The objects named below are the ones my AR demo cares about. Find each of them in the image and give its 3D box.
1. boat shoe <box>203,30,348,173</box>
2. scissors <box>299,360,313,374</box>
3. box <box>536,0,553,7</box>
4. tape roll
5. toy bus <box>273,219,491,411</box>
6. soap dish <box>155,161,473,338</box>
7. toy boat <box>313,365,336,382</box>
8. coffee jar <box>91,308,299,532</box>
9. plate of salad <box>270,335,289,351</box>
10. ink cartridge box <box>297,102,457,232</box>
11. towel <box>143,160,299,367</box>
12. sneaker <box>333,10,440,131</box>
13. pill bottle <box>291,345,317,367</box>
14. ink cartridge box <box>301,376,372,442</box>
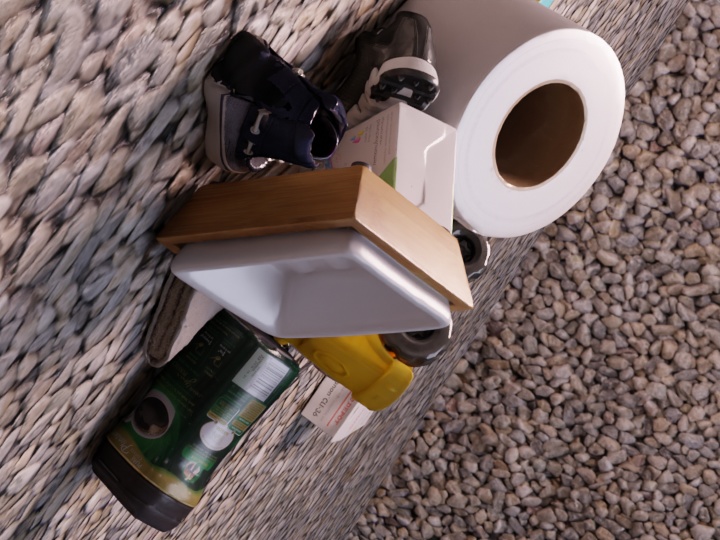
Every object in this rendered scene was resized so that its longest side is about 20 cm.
[{"bbox_3d":[-0.060,-0.099,1.447,0.075,0.093,0.200,-52,170,-10],"label":"boat shoe"},{"bbox_3d":[-0.086,0.118,1.886,0.200,0.014,0.073,-35,165,-40],"label":"scissors"},{"bbox_3d":[0.141,-0.272,1.858,0.200,0.082,0.049,-55,170,0],"label":"box"},{"bbox_3d":[0.117,-0.147,1.748,0.203,0.139,0.203,-22,129,-30],"label":"tape roll"},{"bbox_3d":[0.000,0.000,1.808,0.200,0.192,0.136,-61,-173,-22],"label":"toy bus"},{"bbox_3d":[-0.032,-0.013,1.509,0.157,0.200,0.081,35,60,-44],"label":"soap dish"},{"bbox_3d":[0.012,0.036,2.286,0.200,0.130,0.131,-55,-160,3],"label":"toy boat"},{"bbox_3d":[-0.151,0.133,1.767,0.200,0.104,0.085,-52,134,0],"label":"coffee jar"},{"bbox_3d":[-0.104,0.095,1.917,0.200,0.048,0.200,-57,-179,2],"label":"plate of salad"},{"bbox_3d":[-0.009,-0.048,1.657,0.200,0.067,0.117,-26,-128,47],"label":"ink cartridge box"},{"bbox_3d":[-0.116,-0.013,1.660,0.133,0.034,0.200,-44,167,-43],"label":"towel"},{"bbox_3d":[0.013,-0.156,1.670,0.200,0.066,0.091,140,-39,-57],"label":"sneaker"},{"bbox_3d":[0.009,0.019,2.148,0.200,0.112,0.112,-52,170,-7],"label":"pill bottle"},{"bbox_3d":[-0.012,0.163,2.698,0.117,0.067,0.200,-56,172,9],"label":"ink cartridge box"}]
